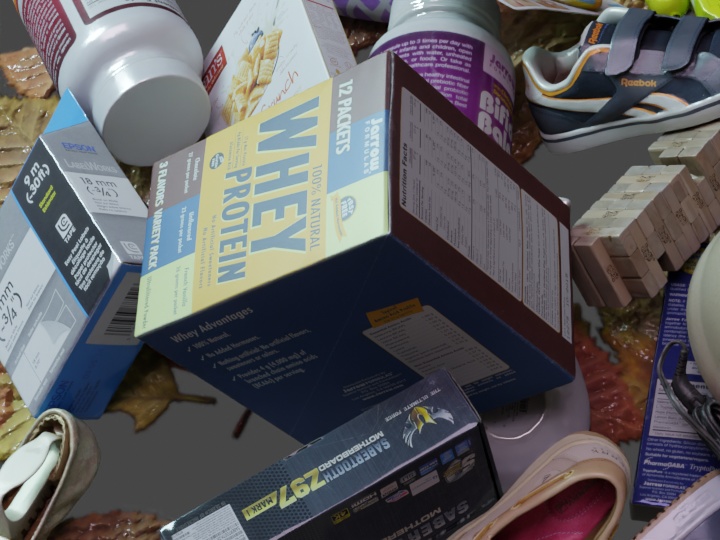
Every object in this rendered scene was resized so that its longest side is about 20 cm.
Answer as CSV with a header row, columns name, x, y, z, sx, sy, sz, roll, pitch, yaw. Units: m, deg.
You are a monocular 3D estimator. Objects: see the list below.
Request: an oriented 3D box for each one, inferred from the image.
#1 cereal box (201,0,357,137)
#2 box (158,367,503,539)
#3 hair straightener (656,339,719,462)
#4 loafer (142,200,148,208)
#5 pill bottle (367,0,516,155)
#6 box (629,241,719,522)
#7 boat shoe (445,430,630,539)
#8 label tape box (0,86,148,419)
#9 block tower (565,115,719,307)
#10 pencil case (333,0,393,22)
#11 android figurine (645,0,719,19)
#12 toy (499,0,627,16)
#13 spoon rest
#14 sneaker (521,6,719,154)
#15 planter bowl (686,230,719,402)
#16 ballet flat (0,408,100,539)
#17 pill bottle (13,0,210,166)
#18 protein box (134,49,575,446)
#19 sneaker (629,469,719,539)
name,x,y,z,sx,sy,sz,roll,pitch,yaw
cereal box,-0.058,-0.117,1.370,0.039,0.144,0.201,13,39,-33
box,-0.010,0.162,1.165,0.199,0.158,0.051,-28,56,-8
hair straightener,0.244,0.120,1.141,0.041,0.077,0.201,-39,71,9
loafer,-0.142,0.020,1.353,0.063,0.072,0.200,-44,51,6
pill bottle,0.054,-0.107,1.356,0.111,0.113,0.201,-1,58,12
box,0.249,0.075,1.241,0.120,0.032,0.201,5,60,15
boat shoe,0.087,0.182,1.143,0.074,0.069,0.200,37,98,-4
label tape box,-0.218,-0.016,1.339,0.200,0.063,0.145,53,123,34
block tower,0.218,-0.056,1.292,0.200,0.058,0.054,-45,27,-28
pencil case,0.003,-0.238,1.478,0.199,0.084,0.086,13,38,19
android figurine,0.298,-0.237,1.432,0.181,0.041,0.201,-19,55,-1
toy,0.126,-0.221,1.377,0.115,0.048,0.199,32,24,30
spoon rest,0.113,0.053,1.281,0.099,0.061,0.202,6,72,17
sneaker,0.200,-0.142,1.321,0.199,0.080,0.079,-15,26,31
planter bowl,0.315,0.009,1.175,0.198,0.135,0.202,4,60,-6
ballet flat,-0.245,0.177,1.265,0.067,0.062,0.201,18,63,23
pill bottle,-0.187,-0.173,1.445,0.112,0.113,0.201,-26,50,-5
protein box,0.000,0.000,1.205,0.198,0.200,0.136,-22,49,31
sneaker,0.177,0.224,1.137,0.200,0.070,0.109,-42,71,-3
